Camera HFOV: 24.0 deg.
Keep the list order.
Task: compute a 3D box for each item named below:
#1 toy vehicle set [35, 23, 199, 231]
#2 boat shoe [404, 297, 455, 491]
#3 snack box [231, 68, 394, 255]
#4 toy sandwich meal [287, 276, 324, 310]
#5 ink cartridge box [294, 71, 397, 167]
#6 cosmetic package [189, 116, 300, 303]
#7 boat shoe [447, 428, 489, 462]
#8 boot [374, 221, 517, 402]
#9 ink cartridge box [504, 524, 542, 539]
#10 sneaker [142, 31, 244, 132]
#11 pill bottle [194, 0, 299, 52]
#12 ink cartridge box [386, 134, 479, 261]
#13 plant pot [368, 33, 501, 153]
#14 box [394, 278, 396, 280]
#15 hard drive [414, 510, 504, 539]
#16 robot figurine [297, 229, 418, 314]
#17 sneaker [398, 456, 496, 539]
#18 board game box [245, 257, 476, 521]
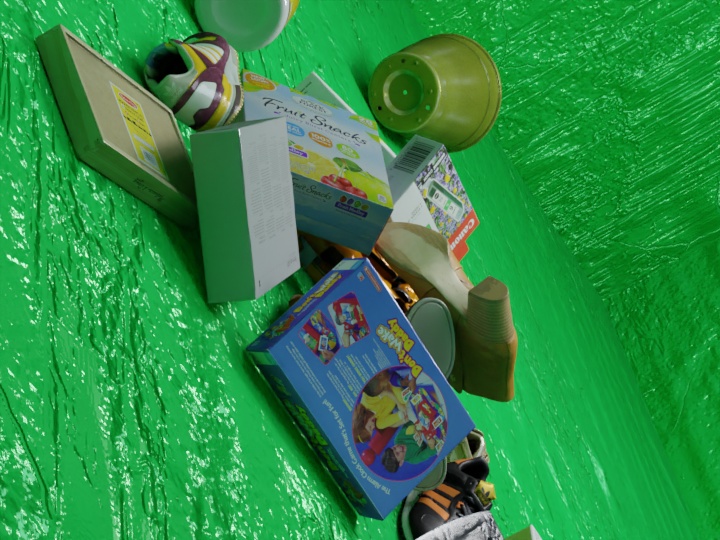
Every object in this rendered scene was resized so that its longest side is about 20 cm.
[{"bbox_3d":[-0.204,-0.121,1.482,0.200,0.026,0.125,38,26,-61],"label":"toy vehicle set"},{"bbox_3d":[0.057,0.122,1.715,0.057,0.066,0.202,-144,-127,-71],"label":"boat shoe"},{"bbox_3d":[-0.060,-0.117,1.786,0.167,0.068,0.201,20,27,-18],"label":"snack box"},{"bbox_3d":[-0.009,0.093,1.684,0.206,0.070,0.206,56,13,-20],"label":"toy sandwich meal"},{"bbox_3d":[-0.002,-0.125,2.030,0.200,0.084,0.145,47,3,20],"label":"ink cartridge box"},{"bbox_3d":[-0.104,-0.060,1.569,0.200,0.051,0.152,-39,122,-78],"label":"cosmetic package"},{"bbox_3d":[0.117,0.214,1.921,0.200,0.065,0.073,52,13,-57],"label":"boat shoe"},{"bbox_3d":[0.083,0.047,1.756,0.201,0.070,0.145,34,-41,38],"label":"boot"},{"bbox_3d":[0.161,0.328,1.837,0.201,0.075,0.148,58,12,-19],"label":"ink cartridge box"},{"bbox_3d":[-0.173,-0.205,1.684,0.090,0.075,0.200,35,13,-27],"label":"sneaker"},{"bbox_3d":[-0.132,-0.334,2.043,0.113,0.112,0.200,58,12,-12],"label":"pill bottle"},{"bbox_3d":[0.080,-0.045,1.931,0.050,0.109,0.201,22,-27,40],"label":"ink cartridge box"},{"bbox_3d":[0.107,-0.293,2.788,0.202,0.200,0.193,62,25,8],"label":"plant pot"},{"bbox_3d":[0.023,0.017,1.973,0.201,0.040,0.137,57,-3,-17],"label":"box"},{"bbox_3d":[0.091,0.306,1.575,0.199,0.042,0.136,-11,72,-58],"label":"hard drive"},{"bbox_3d":[0.000,0.000,1.824,0.200,0.058,0.145,45,30,-7],"label":"robot figurine"},{"bbox_3d":[0.095,0.246,1.719,0.070,0.090,0.200,57,13,-15],"label":"sneaker"},{"bbox_3d":[0.003,0.109,1.559,0.201,0.134,0.045,57,-26,-18],"label":"board game box"}]
